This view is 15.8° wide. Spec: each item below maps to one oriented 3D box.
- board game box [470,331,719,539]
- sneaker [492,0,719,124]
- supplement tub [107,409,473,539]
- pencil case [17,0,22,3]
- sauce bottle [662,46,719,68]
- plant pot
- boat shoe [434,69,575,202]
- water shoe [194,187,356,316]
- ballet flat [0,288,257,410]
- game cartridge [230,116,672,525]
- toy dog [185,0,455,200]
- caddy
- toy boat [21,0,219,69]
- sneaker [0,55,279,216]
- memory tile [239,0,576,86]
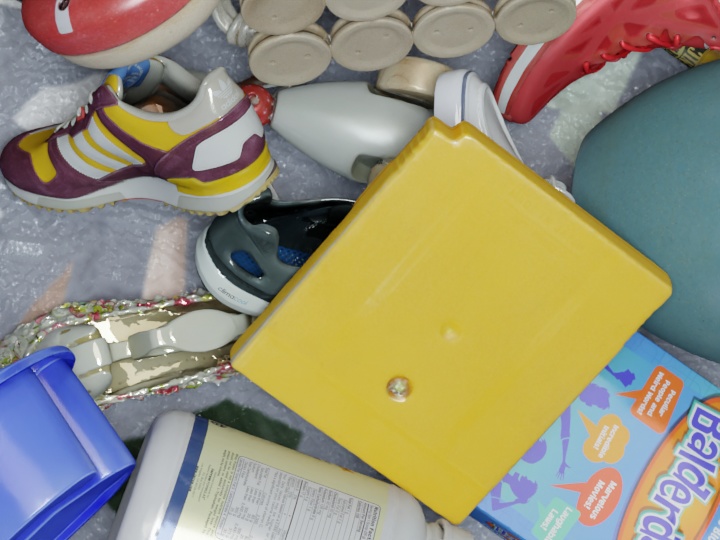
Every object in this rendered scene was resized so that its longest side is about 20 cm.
[{"bbox_3d":[0.147,0.114,1.614,0.200,0.045,0.152,34,77,-3],"label":"board game box"},{"bbox_3d":[0.174,-0.144,1.604,0.115,0.078,0.200,39,119,3],"label":"sneaker"},{"bbox_3d":[-0.048,0.178,1.521,0.200,0.145,0.145,20,78,-6],"label":"supplement tub"},{"bbox_3d":[-0.188,-0.204,1.596,0.200,0.078,0.090,29,75,-4],"label":"pencil case"},{"bbox_3d":[0.200,-0.176,1.663,0.200,0.065,0.065,35,77,0],"label":"sauce bottle"},{"bbox_3d":[0.204,-0.037,1.591,0.134,0.200,0.201,2,79,19],"label":"plant pot"},{"bbox_3d":[0.099,-0.029,1.558,0.065,0.074,0.200,-14,100,22],"label":"boat shoe"},{"bbox_3d":[0.000,0.000,1.560,0.200,0.079,0.072,8,56,-33],"label":"water shoe"},{"bbox_3d":[-0.140,0.045,1.570,0.200,0.064,0.076,-16,86,-11],"label":"ballet flat"},{"bbox_3d":[0.052,0.029,1.513,0.176,0.032,0.200,37,107,-16],"label":"game cartridge"},{"bbox_3d":[-0.027,-0.090,1.611,0.200,0.096,0.132,30,81,12],"label":"toy dog"},{"bbox_3d":[-0.227,0.126,1.487,0.200,0.141,0.105,-44,79,10],"label":"caddy"},{"bbox_3d":[-0.145,-0.219,1.482,0.131,0.130,0.200,34,58,-46],"label":"toy boat"},{"bbox_3d":[-0.140,-0.087,1.535,0.075,0.200,0.090,-51,131,-43],"label":"sneaker"},{"bbox_3d":[0.028,-0.169,1.501,0.200,0.153,0.017,-9,58,-1],"label":"memory tile"}]
